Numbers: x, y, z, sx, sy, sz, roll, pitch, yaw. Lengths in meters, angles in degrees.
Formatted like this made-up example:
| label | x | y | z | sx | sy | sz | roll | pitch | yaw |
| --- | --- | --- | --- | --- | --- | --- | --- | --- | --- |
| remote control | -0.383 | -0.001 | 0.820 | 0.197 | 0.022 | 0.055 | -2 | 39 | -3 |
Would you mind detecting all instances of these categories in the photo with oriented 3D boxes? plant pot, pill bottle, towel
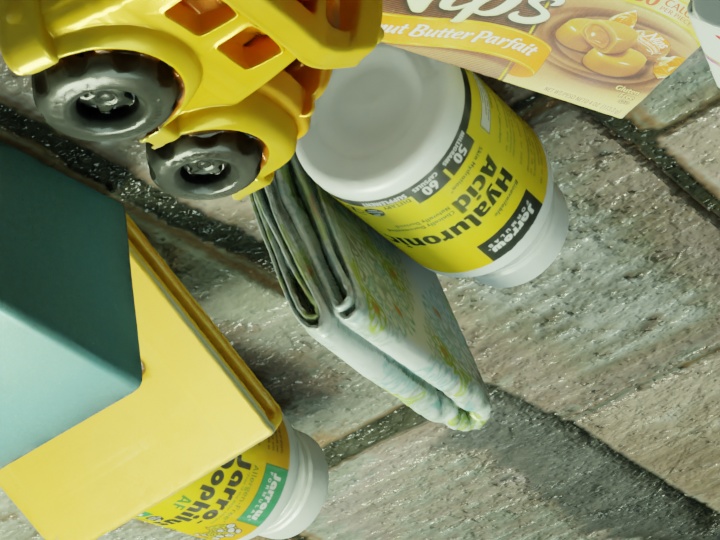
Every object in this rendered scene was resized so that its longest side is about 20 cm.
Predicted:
| label | x | y | z | sx | sy | sz | roll | pitch | yaw |
| --- | --- | --- | --- | --- | --- | --- | --- | --- | --- |
| plant pot | -0.251 | 0.004 | 1.313 | 0.141 | 0.142 | 0.200 | -30 | 140 | 24 |
| pill bottle | -0.116 | 0.135 | 1.616 | 0.112 | 0.113 | 0.200 | -31 | 147 | 26 |
| pill bottle | 0.051 | -0.062 | 1.361 | 0.111 | 0.112 | 0.200 | -26 | 149 | 19 |
| towel | 0.000 | 0.000 | 1.382 | 0.048 | 0.172 | 0.200 | -31 | 147 | 16 |

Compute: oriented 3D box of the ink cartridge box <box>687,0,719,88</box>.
| label | x | y | z | sx | sy | sz | roll | pitch | yaw |
| --- | --- | --- | --- | --- | --- | --- | --- | --- | --- |
| ink cartridge box | 0.244 | -0.113 | 1.082 | 0.085 | 0.144 | 0.200 | -64 | 166 | 2 |

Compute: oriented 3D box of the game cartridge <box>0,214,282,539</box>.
| label | x | y | z | sx | sy | sz | roll | pitch | yaw |
| --- | --- | --- | --- | --- | --- | --- | --- | --- | --- |
| game cartridge | -0.178 | 0.078 | 1.472 | 0.199 | 0.032 | 0.177 | -31 | 104 | 28 |

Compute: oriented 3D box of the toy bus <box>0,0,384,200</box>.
| label | x | y | z | sx | sy | sz | roll | pitch | yaw |
| --- | --- | --- | --- | --- | --- | --- | --- | --- | --- |
| toy bus | -0.055 | -0.141 | 1.094 | 0.191 | 0.136 | 0.200 | -21 | 149 | 26 |

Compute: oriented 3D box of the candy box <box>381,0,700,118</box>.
| label | x | y | z | sx | sy | sz | roll | pitch | yaw |
| --- | --- | --- | --- | --- | --- | --- | --- | --- | --- |
| candy box | 0.087 | -0.156 | 1.193 | 0.199 | 0.056 | 0.115 | 16 | 145 | -23 |
